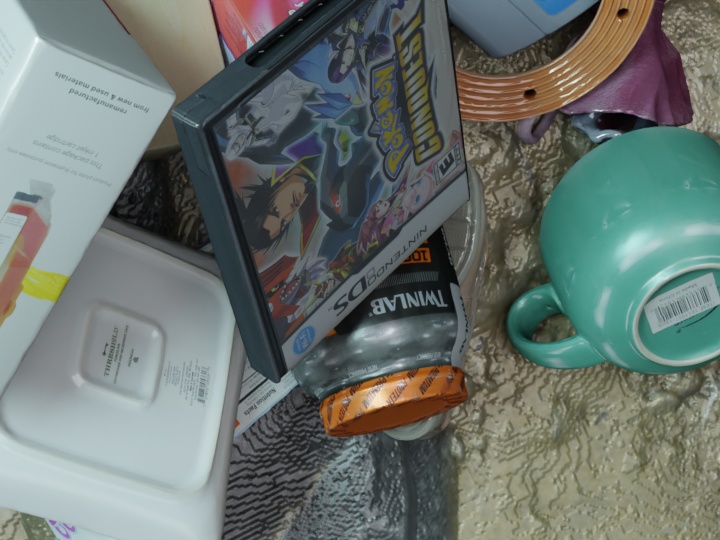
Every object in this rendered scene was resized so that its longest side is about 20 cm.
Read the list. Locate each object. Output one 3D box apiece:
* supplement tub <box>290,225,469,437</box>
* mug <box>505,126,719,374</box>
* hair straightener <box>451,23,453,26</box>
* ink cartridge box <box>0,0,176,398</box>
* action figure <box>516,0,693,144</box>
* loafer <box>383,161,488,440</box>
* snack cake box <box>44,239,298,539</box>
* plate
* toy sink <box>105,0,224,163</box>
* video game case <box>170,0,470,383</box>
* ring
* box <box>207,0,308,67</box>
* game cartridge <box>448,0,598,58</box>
[{"bbox_3d":[0.000,0.000,0.920,0.122,0.123,0.201,-12,75,-10],"label":"supplement tub"},{"bbox_3d":[0.204,0.008,0.965,0.151,0.115,0.186,10,124,-19],"label":"mug"},{"bbox_3d":[0.007,-0.161,0.965,0.199,0.077,0.041,-18,68,-9],"label":"hair straightener"},{"bbox_3d":[-0.198,-0.052,0.718,0.083,0.145,0.201,19,112,-42],"label":"ink cartridge box"},{"bbox_3d":[0.189,-0.192,1.005,0.148,0.134,0.202,-3,92,17],"label":"action figure"},{"bbox_3d":[0.053,0.021,0.995,0.071,0.063,0.202,9,87,28],"label":"loafer"},{"bbox_3d":[-0.134,0.074,0.901,0.200,0.067,0.115,-38,100,-42],"label":"snack cake box"},{"bbox_3d":[-0.148,0.053,0.831,0.199,0.032,0.201,24,58,-30],"label":"plate"},{"bbox_3d":[-0.170,-0.129,0.888,0.111,0.200,0.131,-15,93,-28],"label":"toy sink"},{"bbox_3d":[-0.011,-0.060,0.772,0.025,0.201,0.181,30,59,32],"label":"video game case"},{"bbox_3d":[0.093,-0.186,0.906,0.199,0.019,0.201,-1,127,-1],"label":"ring"},{"bbox_3d":[-0.053,-0.166,0.869,0.094,0.103,0.201,-18,54,-19],"label":"box"},{"bbox_3d":[0.124,-0.233,0.906,0.133,0.041,0.200,34,119,-30],"label":"game cartridge"}]
